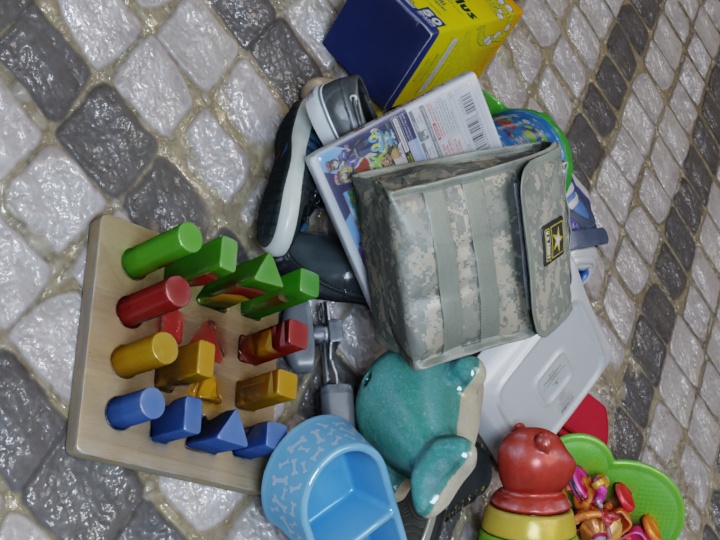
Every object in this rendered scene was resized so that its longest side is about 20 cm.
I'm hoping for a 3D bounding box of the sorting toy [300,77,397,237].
[{"bbox_3d":[0.031,-0.116,1.219,0.199,0.036,0.188,-4,78,-48],"label":"sorting toy"}]

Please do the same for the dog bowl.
[{"bbox_3d":[-0.015,0.223,0.967,0.111,0.049,0.202,-30,118,-29],"label":"dog bowl"}]

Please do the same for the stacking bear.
[{"bbox_3d":[0.174,0.259,1.134,0.112,0.121,0.203,2,91,-12],"label":"stacking bear"}]

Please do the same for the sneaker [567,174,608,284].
[{"bbox_3d":[0.232,-0.061,1.387,0.199,0.080,0.148,34,48,-42],"label":"sneaker"}]

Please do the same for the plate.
[{"bbox_3d":[0.199,0.111,1.207,0.200,0.032,0.201,-49,137,-14],"label":"plate"}]

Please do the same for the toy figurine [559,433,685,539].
[{"bbox_3d":[0.271,0.299,1.192,0.201,0.149,0.185,50,21,-17],"label":"toy figurine"}]

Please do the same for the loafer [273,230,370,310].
[{"bbox_3d":[0.000,0.000,1.109,0.199,0.070,0.069,21,59,-36],"label":"loafer"}]

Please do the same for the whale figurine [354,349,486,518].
[{"bbox_3d":[0.050,0.137,1.006,0.103,0.160,0.200,31,15,-12],"label":"whale figurine"}]

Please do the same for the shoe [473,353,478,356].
[{"bbox_3d":[0.097,0.023,1.202,0.070,0.053,0.203,2,82,-54],"label":"shoe"}]

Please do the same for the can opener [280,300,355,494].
[{"bbox_3d":[-0.041,0.126,1.047,0.066,0.053,0.203,-1,74,-11],"label":"can opener"}]

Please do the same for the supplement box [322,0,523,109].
[{"bbox_3d":[0.073,-0.271,1.248,0.109,0.110,0.199,47,38,14],"label":"supplement box"}]

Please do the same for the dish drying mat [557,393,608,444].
[{"bbox_3d":[0.242,0.161,1.358,0.199,0.018,0.078,33,52,-35],"label":"dish drying mat"}]

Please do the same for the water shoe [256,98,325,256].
[{"bbox_3d":[-0.044,-0.087,1.069,0.078,0.072,0.202,25,45,-17],"label":"water shoe"}]

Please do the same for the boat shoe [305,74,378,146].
[{"bbox_3d":[0.019,-0.095,1.075,0.201,0.056,0.069,57,27,-23],"label":"boat shoe"}]

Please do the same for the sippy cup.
[{"bbox_3d":[0.156,-0.116,1.271,0.177,0.141,0.130,33,23,25],"label":"sippy cup"}]

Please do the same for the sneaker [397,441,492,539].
[{"bbox_3d":[0.081,0.231,1.109,0.106,0.074,0.202,42,48,-32],"label":"sneaker"}]

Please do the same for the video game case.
[{"bbox_3d":[0.065,-0.057,1.058,0.181,0.023,0.202,-29,110,-13],"label":"video game case"}]

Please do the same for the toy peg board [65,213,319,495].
[{"bbox_3d":[-0.125,0.065,0.929,0.199,0.097,0.202,22,59,-41],"label":"toy peg board"}]

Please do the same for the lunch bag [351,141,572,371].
[{"bbox_3d":[0.108,-0.020,1.006,0.197,0.117,0.166,-14,107,-19],"label":"lunch bag"}]
